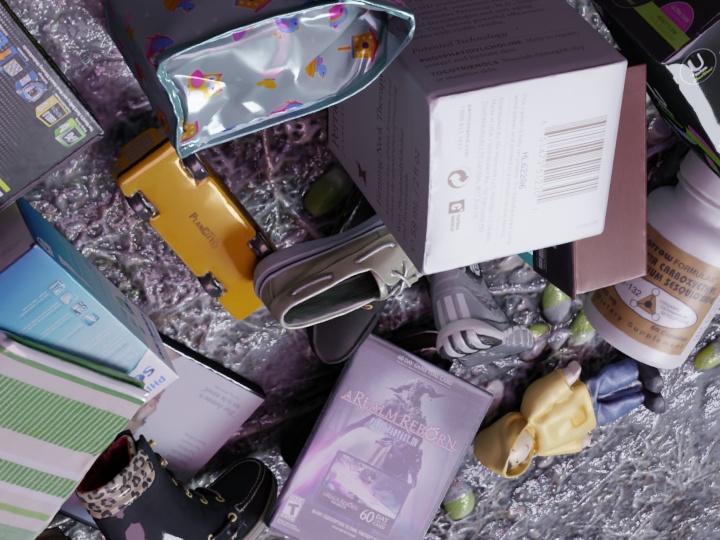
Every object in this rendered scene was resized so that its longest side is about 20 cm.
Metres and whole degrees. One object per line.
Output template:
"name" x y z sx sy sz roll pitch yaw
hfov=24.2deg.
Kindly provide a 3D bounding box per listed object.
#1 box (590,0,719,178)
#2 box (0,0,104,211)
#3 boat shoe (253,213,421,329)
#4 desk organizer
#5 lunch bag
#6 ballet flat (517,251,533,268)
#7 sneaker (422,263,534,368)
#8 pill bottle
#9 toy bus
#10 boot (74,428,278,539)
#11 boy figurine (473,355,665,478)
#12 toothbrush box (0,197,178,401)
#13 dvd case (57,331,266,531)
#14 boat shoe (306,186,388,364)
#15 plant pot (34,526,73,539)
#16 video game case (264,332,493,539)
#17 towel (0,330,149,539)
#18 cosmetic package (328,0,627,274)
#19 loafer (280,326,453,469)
"box" 0.308 -0.186 1.437 0.124 0.149 0.200 -38 132 4
"box" -0.322 -0.118 1.237 0.193 0.048 0.200 -36 132 -1
"boat shoe" 0.012 -0.002 1.378 0.200 0.062 0.072 -21 140 -8
"desk organizer" 0.194 -0.085 1.429 0.077 0.072 0.201 -15 117 -20
"lunch bag" -0.077 -0.196 1.219 0.200 0.171 0.122 -23 139 -10
"ballet flat" 0.131 -0.058 1.511 0.069 0.070 0.200 -47 133 12
"sneaker" 0.105 0.024 1.545 0.075 0.116 0.200 -18 169 11
"pill bottle" 0.306 -0.017 1.587 0.114 0.114 0.200 12 118 -33
"toy bus" -0.130 -0.043 1.370 0.065 0.078 0.200 -35 132 3
"boot" -0.161 0.196 1.492 0.204 0.073 0.154 -48 125 -41
"boy figurine" 0.208 0.143 1.694 0.200 0.064 0.125 -23 134 -14
"toothbrush box" -0.268 0.056 1.368 0.146 0.085 0.200 -38 131 5
"dvd case" -0.199 0.155 1.525 0.200 0.018 0.143 -47 132 12
"boat shoe" -0.003 -0.001 1.464 0.073 0.063 0.202 20 115 -4
"plant pot" -0.310 0.281 1.485 0.200 0.093 0.201 -11 173 -1
"video game case" 0.019 0.174 1.543 0.143 0.019 0.200 27 89 -17
"towel" -0.284 0.143 1.359 0.152 0.023 0.200 24 115 -36
"cosmetic package" 0.085 -0.130 1.331 0.166 0.200 0.168 -13 129 -18
"loafer" 0.016 0.137 1.584 0.200 0.071 0.073 -44 132 9
